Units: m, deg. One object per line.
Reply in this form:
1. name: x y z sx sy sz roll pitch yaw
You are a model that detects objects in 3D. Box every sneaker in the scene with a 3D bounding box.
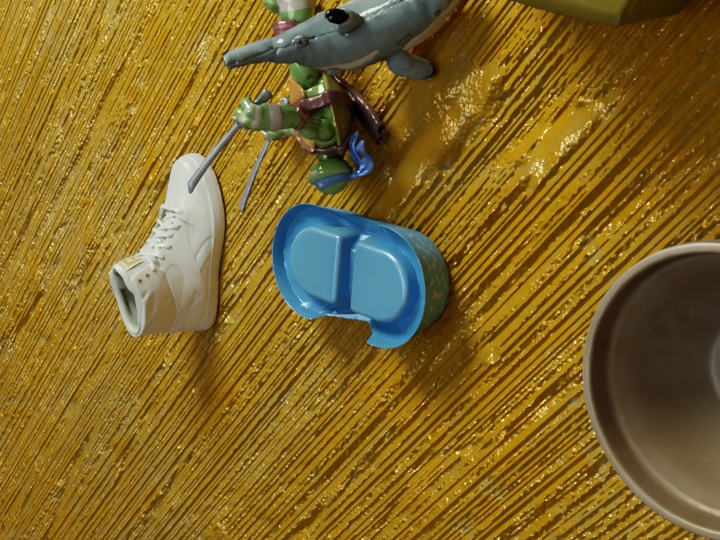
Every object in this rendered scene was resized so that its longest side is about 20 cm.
1. sneaker: -0.214 -0.025 1.158 0.073 0.115 0.201 11 104 45

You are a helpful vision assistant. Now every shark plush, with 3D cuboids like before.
1. shark plush: -0.017 -0.211 0.894 0.083 0.199 0.091 128 138 -82

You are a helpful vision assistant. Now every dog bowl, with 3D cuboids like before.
1. dog bowl: 0.000 0.000 0.998 0.199 0.049 0.112 19 111 40

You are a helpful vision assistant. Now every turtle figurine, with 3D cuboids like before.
1. turtle figurine: -0.086 -0.161 0.982 0.199 0.144 0.195 -8 85 34

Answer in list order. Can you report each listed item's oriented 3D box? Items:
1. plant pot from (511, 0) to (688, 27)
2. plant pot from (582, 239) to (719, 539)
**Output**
1. plant pot: 0.154 -0.268 0.706 0.176 0.200 0.200 38 123 20
2. plant pot: 0.260 0.075 0.725 0.200 0.092 0.202 11 106 42
